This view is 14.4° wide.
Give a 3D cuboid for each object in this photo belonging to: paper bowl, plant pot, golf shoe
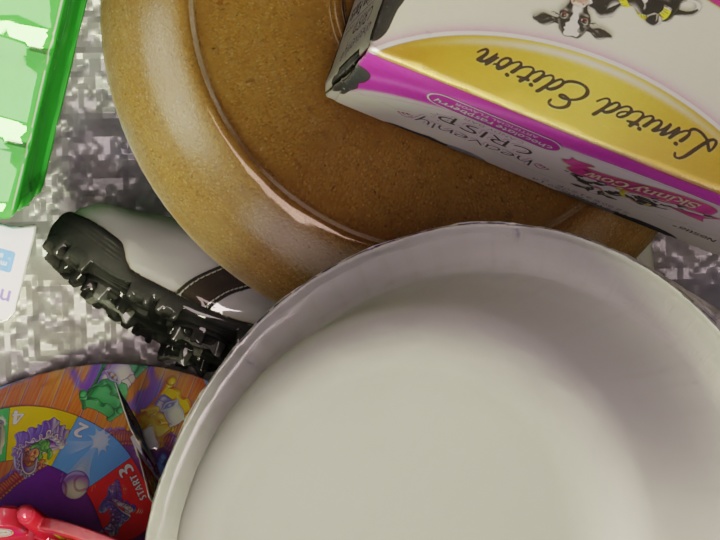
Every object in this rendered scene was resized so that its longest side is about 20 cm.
[{"bbox_3d":[0.030,0.086,0.779,0.200,0.104,0.202,-6,75,24],"label":"paper bowl"},{"bbox_3d":[0.020,-0.079,0.878,0.199,0.027,0.201,2,79,-12],"label":"plant pot"},{"bbox_3d":[0.000,0.000,0.915,0.199,0.078,0.095,18,82,-7],"label":"golf shoe"}]

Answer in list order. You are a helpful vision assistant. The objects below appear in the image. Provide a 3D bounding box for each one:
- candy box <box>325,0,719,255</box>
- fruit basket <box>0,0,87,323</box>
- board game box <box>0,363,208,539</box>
[{"bbox_3d":[0.087,-0.123,0.854,0.136,0.061,0.201,21,76,-9],"label":"candy box"},{"bbox_3d":[-0.181,-0.096,0.881,0.199,0.094,0.186,15,100,7],"label":"fruit basket"},{"bbox_3d":[-0.098,0.118,0.883,0.158,0.039,0.201,-26,63,5],"label":"board game box"}]
